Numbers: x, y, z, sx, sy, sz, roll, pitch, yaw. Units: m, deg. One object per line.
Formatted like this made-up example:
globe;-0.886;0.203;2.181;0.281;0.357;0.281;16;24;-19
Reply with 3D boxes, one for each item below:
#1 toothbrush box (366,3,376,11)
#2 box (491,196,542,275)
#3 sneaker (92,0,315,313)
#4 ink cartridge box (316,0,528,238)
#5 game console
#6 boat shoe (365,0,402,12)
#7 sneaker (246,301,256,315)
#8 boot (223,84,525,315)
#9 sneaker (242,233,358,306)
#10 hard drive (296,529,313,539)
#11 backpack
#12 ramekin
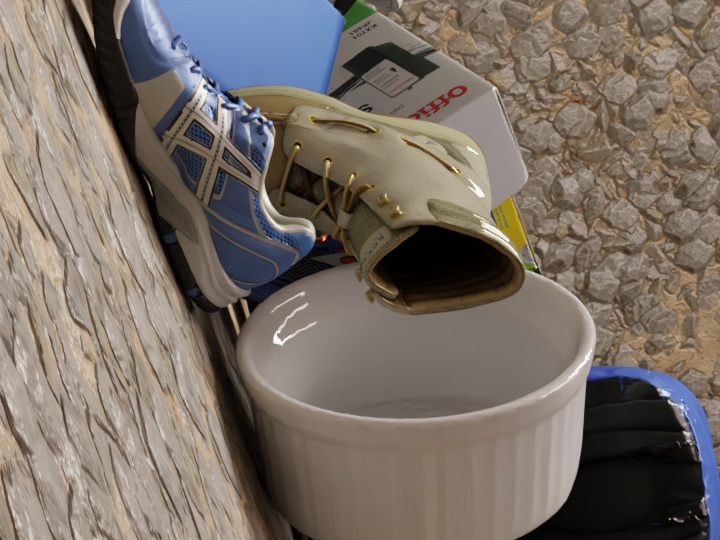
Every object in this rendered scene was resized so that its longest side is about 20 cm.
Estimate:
toothbrush box;-0.026;-0.081;2.054;0.200;0.145;0.086;-106;174;-48
box;0.053;0.048;2.167;0.200;0.192;0.122;67;4;-49
sneaker;-0.089;-0.080;1.551;0.076;0.077;0.200;-96;164;-72
ink cartridge box;-0.004;-0.089;1.901;0.200;0.146;0.083;37;-24;50
game console;-0.101;-0.184;1.716;0.171;0.118;0.200;40;2;41
boat shoe;-0.029;-0.251;1.809;0.200;0.068;0.072;49;-13;5
sneaker;-0.030;0.042;1.814;0.089;0.078;0.200;59;11;-61
boot;-0.011;-0.038;1.622;0.155;0.200;0.072;-108;-151;-61
sneaker;0.000;0.000;1.726;0.075;0.200;0.079;-17;124;-85
hard drive;0.002;0.210;1.693;0.140;0.033;0.200;66;4;-50
backpack;0.122;0.132;1.747;0.168;0.200;0.163;-17;96;-75
ramekin;0.033;0.077;1.596;0.201;0.200;0.098;-105;-170;-62
